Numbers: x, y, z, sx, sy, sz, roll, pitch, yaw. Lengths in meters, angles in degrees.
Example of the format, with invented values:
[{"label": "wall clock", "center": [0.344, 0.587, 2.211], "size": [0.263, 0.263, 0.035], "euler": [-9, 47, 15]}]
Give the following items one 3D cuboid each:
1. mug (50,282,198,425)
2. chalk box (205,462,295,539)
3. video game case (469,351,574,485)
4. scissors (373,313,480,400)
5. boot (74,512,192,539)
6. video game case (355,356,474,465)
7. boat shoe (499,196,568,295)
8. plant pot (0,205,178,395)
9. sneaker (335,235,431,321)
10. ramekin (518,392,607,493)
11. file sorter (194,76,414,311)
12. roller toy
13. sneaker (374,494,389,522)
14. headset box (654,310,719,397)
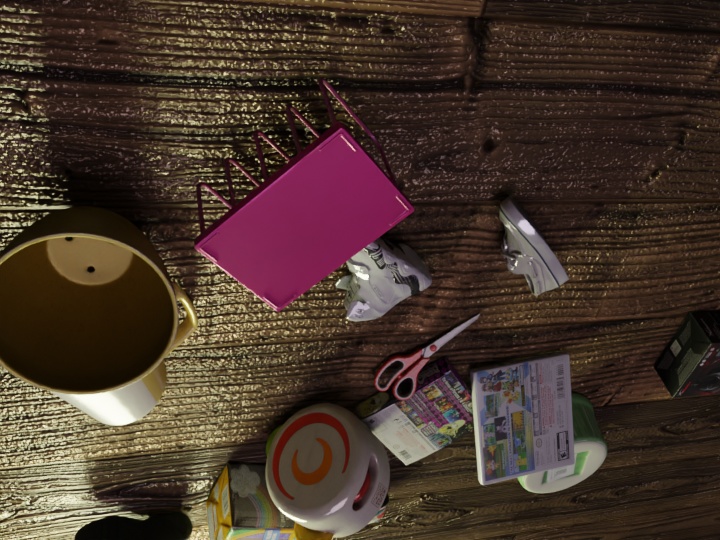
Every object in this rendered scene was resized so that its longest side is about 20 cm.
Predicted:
[{"label": "mug", "center": [-0.298, 0.115, 0.919], "size": [0.181, 0.152, 0.155], "euler": [-9, 144, 0]}, {"label": "chalk box", "center": [-0.159, 0.432, 1.285], "size": [0.196, 0.126, 0.125], "euler": [13, 128, -27]}, {"label": "video game case", "center": [0.280, 0.253, 1.250], "size": [0.177, 0.022, 0.206], "euler": [-9, 101, -12]}, {"label": "scissors", "center": [0.101, 0.125, 1.145], "size": [0.073, 0.014, 0.201], "euler": [37, 105, -11]}, {"label": "boot", "center": [-0.407, 0.509, 1.315], "size": [0.198, 0.075, 0.156], "euler": [-1, 136, -18]}, {"label": "video game case", "center": [0.111, 0.249, 1.259], "size": [0.179, 0.036, 0.201], "euler": [-30, 135, 11]}, {"label": "boat shoe", "center": [0.228, -0.023, 1.004], "size": [0.065, 0.074, 0.200], "euler": [-35, 133, 12]}, {"label": "plant pot", "center": [-0.300, 0.010, 0.798], "size": [0.194, 0.143, 0.204], "euler": [-7, 125, -10]}, {"label": "sneaker", "center": [0.000, 0.000, 0.948], "size": [0.114, 0.076, 0.198], "euler": [-40, 136, 18]}, {"label": "ramekin", "center": [0.370, 0.334, 1.384], "size": [0.194, 0.099, 0.203], "euler": [-10, 136, -9]}, {"label": "file sorter", "center": [-0.069, -0.086, 0.804], "size": [0.198, 0.127, 0.139], "euler": [-35, 133, 16]}, {"label": "roller toy", "center": [-0.048, 0.324, 1.165], "size": [0.179, 0.203, 0.140], "euler": [-28, 141, 8]}, {"label": "sneaker", "center": [-0.041, 0.476, 1.405], "size": [0.194, 0.071, 0.095], "euler": [-6, 130, -17]}, {"label": "headset box", "center": [0.660, 0.149, 1.317], "size": [0.194, 0.078, 0.151], "euler": [0, 133, -16]}]
